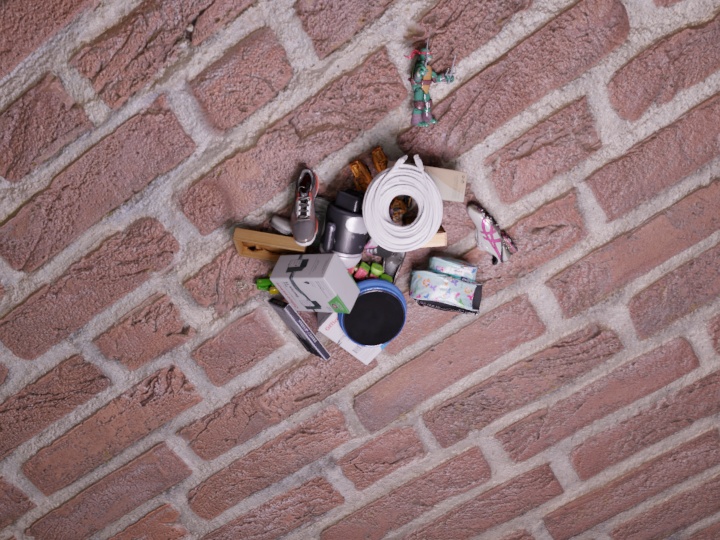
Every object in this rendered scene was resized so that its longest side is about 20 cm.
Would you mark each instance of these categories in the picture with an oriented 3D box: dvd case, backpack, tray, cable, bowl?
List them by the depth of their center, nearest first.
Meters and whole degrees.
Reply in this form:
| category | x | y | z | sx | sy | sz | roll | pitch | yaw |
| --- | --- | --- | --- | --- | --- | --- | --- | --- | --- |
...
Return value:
| category | x | y | z | sx | sy | sz | roll | pitch | yaw |
| --- | --- | --- | --- | --- | --- | --- | --- | --- | --- |
| cable | 0.100 | -0.148 | 1.402 | 0.197 | 0.069 | 0.203 | -32 | 90 | 7 |
| tray | 0.165 | -0.106 | 1.535 | 0.095 | 0.201 | 0.038 | -4 | 107 | 0 |
| tray | -0.240 | -0.062 | 1.585 | 0.193 | 0.038 | 0.099 | 11 | 155 | 4 |
| bowl | 0.035 | 0.122 | 1.602 | 0.193 | 0.040 | 0.207 | -4 | 118 | -7 |
| backpack | 0.232 | 0.040 | 1.618 | 0.192 | 0.178 | 0.157 | 4 | 92 | 1 |
| dvd case | -0.177 | 0.167 | 1.679 | 0.025 | 0.149 | 0.202 | -42 | 111 | -18 |

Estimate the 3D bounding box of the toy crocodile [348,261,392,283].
| category | x | y | z | sx | sy | sz | roll | pitch | yaw |
| --- | --- | --- | --- | --- | --- | --- | --- | --- | --- |
| toy crocodile | 0.000 | 0.000 | 1.622 | 0.196 | 0.062 | 0.069 | 30 | 116 | 1 |

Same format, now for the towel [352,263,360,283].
| category | x | y | z | sx | sy | sz | roll | pitch | yaw |
| --- | --- | --- | --- | --- | --- | --- | --- | --- | --- |
| towel | -0.054 | 0.030 | 1.686 | 0.142 | 0.023 | 0.203 | -29 | 111 | 9 |

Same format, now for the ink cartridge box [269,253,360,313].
| category | x | y | z | sx | sy | sz | roll | pitch | yaw |
| --- | --- | --- | --- | --- | --- | --- | --- | --- | --- |
| ink cartridge box | -0.121 | 0.035 | 1.535 | 0.195 | 0.085 | 0.148 | -1 | 139 | 37 |

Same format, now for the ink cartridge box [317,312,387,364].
| category | x | y | z | sx | sy | sz | roll | pitch | yaw |
| --- | --- | --- | --- | --- | --- | --- | --- | --- | --- |
| ink cartridge box | -0.009 | 0.152 | 1.683 | 0.198 | 0.085 | 0.145 | 38 | 109 | -24 |

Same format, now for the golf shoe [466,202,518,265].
| category | x | y | z | sx | sy | sz | roll | pitch | yaw |
| --- | --- | --- | --- | --- | --- | --- | --- | --- | --- |
| golf shoe | 0.350 | -0.097 | 1.616 | 0.091 | 0.073 | 0.200 | -38 | 109 | 16 |

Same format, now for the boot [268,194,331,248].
| category | x | y | z | sx | sy | sz | roll | pitch | yaw |
| --- | --- | --- | --- | --- | --- | --- | --- | --- | --- |
| boot | -0.141 | -0.149 | 1.592 | 0.194 | 0.068 | 0.134 | 19 | 105 | -16 |

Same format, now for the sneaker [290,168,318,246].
| category | x | y | z | sx | sy | sz | roll | pitch | yaw |
| --- | --- | --- | --- | --- | --- | --- | --- | --- | --- |
| sneaker | -0.150 | -0.169 | 1.516 | 0.074 | 0.082 | 0.208 | 0 | 78 | 3 |

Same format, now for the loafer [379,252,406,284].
| category | x | y | z | sx | sy | sz | roll | pitch | yaw |
| --- | --- | --- | --- | --- | --- | --- | --- | --- | --- |
| loafer | 0.091 | -0.015 | 1.648 | 0.069 | 0.063 | 0.206 | 9 | 113 | -6 |

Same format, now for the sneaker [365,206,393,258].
| category | x | y | z | sx | sy | sz | roll | pitch | yaw |
| --- | --- | --- | --- | --- | --- | --- | --- | --- | --- |
| sneaker | 0.061 | -0.109 | 1.546 | 0.078 | 0.089 | 0.202 | 13 | 151 | 0 |

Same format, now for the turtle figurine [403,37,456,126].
| category | x | y | z | sx | sy | sz | roll | pitch | yaw |
| --- | --- | --- | --- | --- | --- | --- | --- | --- | --- |
| turtle figurine | 0.166 | -0.467 | 1.442 | 0.147 | 0.099 | 0.207 | -19 | 123 | -39 |

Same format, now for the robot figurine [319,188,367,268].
| category | x | y | z | sx | sy | sz | roll | pitch | yaw |
| --- | --- | --- | --- | --- | --- | --- | --- | --- | --- |
| robot figurine | -0.042 | -0.106 | 1.531 | 0.146 | 0.125 | 0.206 | 4 | 112 | -25 |

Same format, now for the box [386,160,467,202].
| category | x | y | z | sx | sy | sz | roll | pitch | yaw |
| --- | --- | --- | --- | --- | --- | --- | --- | --- | --- |
| box | 0.168 | -0.229 | 1.509 | 0.193 | 0.095 | 0.081 | 4 | 100 | -23 |

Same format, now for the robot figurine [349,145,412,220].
| category | x | y | z | sx | sy | sz | roll | pitch | yaw |
| --- | --- | --- | --- | --- | --- | --- | --- | --- | --- |
| robot figurine | 0.056 | -0.218 | 1.562 | 0.142 | 0.059 | 0.203 | -27 | 111 | 12 |

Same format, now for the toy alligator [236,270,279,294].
| category | x | y | z | sx | sy | sz | roll | pitch | yaw |
| --- | --- | --- | --- | --- | --- | --- | --- | --- | --- |
| toy alligator | -0.253 | 0.040 | 1.670 | 0.192 | 0.061 | 0.055 | -6 | 155 | 1 |
